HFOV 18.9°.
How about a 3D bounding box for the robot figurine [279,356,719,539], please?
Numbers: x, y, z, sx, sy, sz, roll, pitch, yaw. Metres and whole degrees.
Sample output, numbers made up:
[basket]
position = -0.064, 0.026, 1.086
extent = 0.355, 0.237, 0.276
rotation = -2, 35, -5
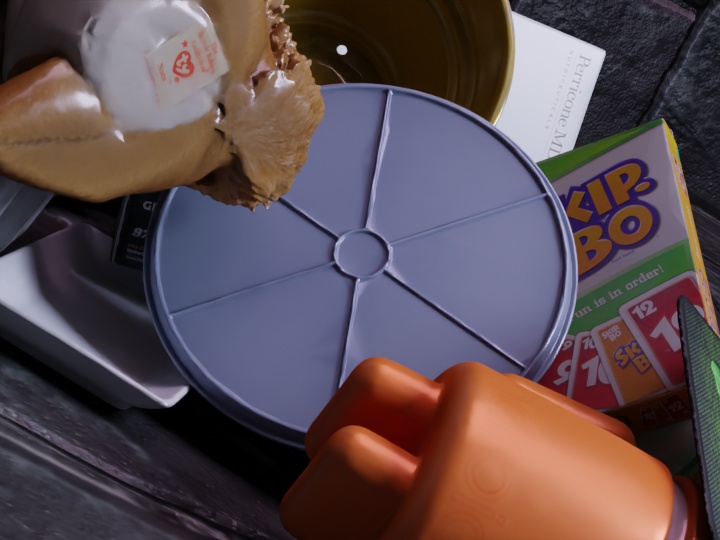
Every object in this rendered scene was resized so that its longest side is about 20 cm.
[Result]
[robot figurine]
position = 0.069, 0.114, 0.872
extent = 0.200, 0.117, 0.144
rotation = 28, 6, -9

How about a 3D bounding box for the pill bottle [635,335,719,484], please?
[pill bottle]
position = 0.166, 0.106, 1.083
extent = 0.200, 0.111, 0.111
rotation = 46, -3, -43

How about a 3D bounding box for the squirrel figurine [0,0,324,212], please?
[squirrel figurine]
position = -0.117, -0.105, 0.967
extent = 0.200, 0.142, 0.186
rotation = 25, 1, -42

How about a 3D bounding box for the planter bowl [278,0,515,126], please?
[planter bowl]
position = -0.025, -0.102, 1.108
extent = 0.200, 0.201, 0.084
rotation = 32, -20, 8

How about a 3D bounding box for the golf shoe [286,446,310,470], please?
[golf shoe]
position = 0.028, 0.091, 1.018
extent = 0.200, 0.077, 0.088
rotation = 44, 1, 30

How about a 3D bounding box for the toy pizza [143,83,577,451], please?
[toy pizza]
position = 0.000, 0.000, 1.000
extent = 0.200, 0.200, 0.032
rotation = 34, -27, 17

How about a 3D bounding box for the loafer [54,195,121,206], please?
[loafer]
position = -0.147, -0.069, 1.233
extent = 0.063, 0.072, 0.200
rotation = 41, 11, 16

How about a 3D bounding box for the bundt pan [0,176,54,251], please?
[bundt pan]
position = -0.228, -0.069, 0.994
extent = 0.201, 0.076, 0.202
rotation = 29, 12, -6

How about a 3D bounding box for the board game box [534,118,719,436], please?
[board game box]
position = 0.115, 0.001, 1.038
extent = 0.200, 0.095, 0.030
rotation = -92, 158, -50

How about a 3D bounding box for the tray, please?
[tray]
position = -0.116, 0.024, 1.020
extent = 0.107, 0.022, 0.200
rotation = 31, 11, 3

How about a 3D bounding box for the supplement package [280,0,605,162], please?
[supplement package]
position = 0.018, -0.111, 1.256
extent = 0.199, 0.117, 0.117
rotation = 18, 1, -26

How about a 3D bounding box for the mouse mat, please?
[mouse mat]
position = 0.181, 0.119, 0.902
extent = 0.161, 0.008, 0.200
rotation = 47, 25, -31

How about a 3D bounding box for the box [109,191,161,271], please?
[box]
position = -0.029, -0.019, 1.143
extent = 0.199, 0.046, 0.159
rotation = 15, 13, -6
